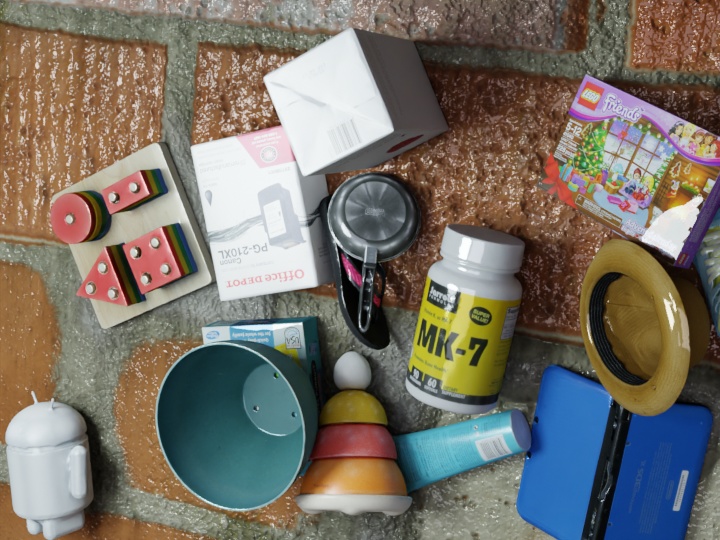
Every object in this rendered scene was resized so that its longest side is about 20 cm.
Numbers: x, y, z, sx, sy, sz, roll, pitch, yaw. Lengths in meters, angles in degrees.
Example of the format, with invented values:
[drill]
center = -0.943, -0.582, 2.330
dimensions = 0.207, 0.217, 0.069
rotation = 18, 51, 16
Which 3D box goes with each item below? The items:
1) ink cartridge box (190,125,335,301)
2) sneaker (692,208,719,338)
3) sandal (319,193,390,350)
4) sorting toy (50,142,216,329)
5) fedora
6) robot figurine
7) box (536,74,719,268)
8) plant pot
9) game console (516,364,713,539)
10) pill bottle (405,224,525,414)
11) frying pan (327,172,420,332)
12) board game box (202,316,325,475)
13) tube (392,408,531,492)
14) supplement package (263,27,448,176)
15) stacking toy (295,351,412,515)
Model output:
[ink cartridge box]
center = -0.116, -0.072, 1.319
dimensions = 0.143, 0.084, 0.203
rotation = -9, 95, 24
[sneaker]
center = 0.387, -0.005, 1.096
dimensions = 0.079, 0.130, 0.202
rotation = -23, 90, 16
[sandal]
center = 0.000, 0.000, 1.288
dimensions = 0.045, 0.075, 0.202
rotation = -17, 89, 31
[sorting toy]
center = -0.322, -0.041, 1.416
dimensions = 0.197, 0.069, 0.202
rotation = -22, 90, 24
[fedora]
center = 0.313, 0.057, 1.125
dimensions = 0.081, 0.200, 0.203
rotation = -7, 98, -18
[robot figurine]
center = -0.442, 0.275, 1.490
dimensions = 0.168, 0.112, 0.203
rotation = 3, 100, 36
[box]
center = 0.296, -0.110, 1.128
dimensions = 0.200, 0.039, 0.138
rotation = 37, 111, 40
[plant pot]
center = -0.132, 0.174, 1.285
dimensions = 0.198, 0.135, 0.203
rotation = 3, 99, 20
[game console]
center = 0.295, 0.228, 1.234
dimensions = 0.169, 0.118, 0.202
rotation = 7, 103, -11
[pill bottle]
center = 0.125, 0.055, 1.226
dimensions = 0.113, 0.114, 0.202
rotation = 15, 103, 19
[frying pan]
center = 0.000, -0.035, 1.258
dimensions = 0.114, 0.031, 0.191
rotation = 27, 73, 5
[board game box]
center = -0.122, 0.166, 1.379
dimensions = 0.149, 0.047, 0.203
rotation = -4, 96, 23
[tube]
center = 0.112, 0.222, 1.295
dimensions = 0.198, 0.050, 0.078
rotation = -22, 77, 30
[supplement package]
center = 0.002, -0.188, 1.190
dimensions = 0.120, 0.200, 0.121
rotation = -24, 88, 24
[stacking toy]
center = -0.006, 0.201, 1.306
dimensions = 0.144, 0.146, 0.203
rotation = -4, 76, 22
